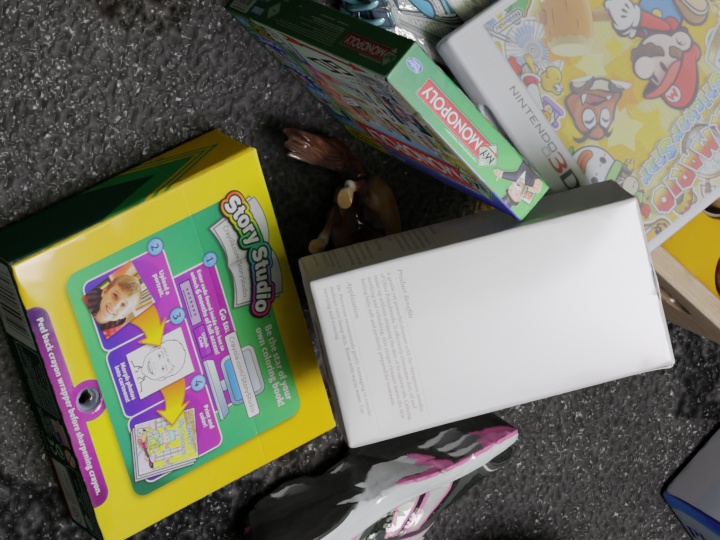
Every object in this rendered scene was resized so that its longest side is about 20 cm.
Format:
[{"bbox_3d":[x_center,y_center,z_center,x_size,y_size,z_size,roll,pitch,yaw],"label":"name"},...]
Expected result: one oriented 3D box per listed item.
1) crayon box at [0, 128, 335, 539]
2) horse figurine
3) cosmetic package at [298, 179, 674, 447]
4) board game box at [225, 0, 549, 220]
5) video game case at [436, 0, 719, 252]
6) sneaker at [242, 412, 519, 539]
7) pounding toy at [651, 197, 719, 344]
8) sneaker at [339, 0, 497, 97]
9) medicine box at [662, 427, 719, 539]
[{"bbox_3d":[-0.121,0.041,1.473,0.172,0.058,0.201,-27,118,-24],"label":"crayon box"},{"bbox_3d":[0.000,0.000,1.517,0.050,0.133,0.201,-9,100,13],"label":"horse figurine"},{"bbox_3d":[0.073,0.024,1.417,0.199,0.085,0.108,-13,101,-4],"label":"cosmetic package"},{"bbox_3d":[0.013,-0.105,1.425,0.029,0.200,0.135,-50,123,-7],"label":"board game box"},{"bbox_3d":[0.170,-0.118,1.509,0.200,0.023,0.182,-37,94,-27],"label":"video game case"},{"bbox_3d":[0.016,0.158,1.595,0.199,0.080,0.087,-26,129,-14],"label":"sneaker"},{"bbox_3d":[0.228,-0.049,1.612,0.200,0.142,0.185,39,83,-34],"label":"pounding toy"},{"bbox_3d":[0.020,-0.170,1.487,0.200,0.078,0.087,37,87,-34],"label":"sneaker"},{"bbox_3d":[0.354,0.177,1.784,0.182,0.103,0.200,-46,122,-12],"label":"medicine box"}]
